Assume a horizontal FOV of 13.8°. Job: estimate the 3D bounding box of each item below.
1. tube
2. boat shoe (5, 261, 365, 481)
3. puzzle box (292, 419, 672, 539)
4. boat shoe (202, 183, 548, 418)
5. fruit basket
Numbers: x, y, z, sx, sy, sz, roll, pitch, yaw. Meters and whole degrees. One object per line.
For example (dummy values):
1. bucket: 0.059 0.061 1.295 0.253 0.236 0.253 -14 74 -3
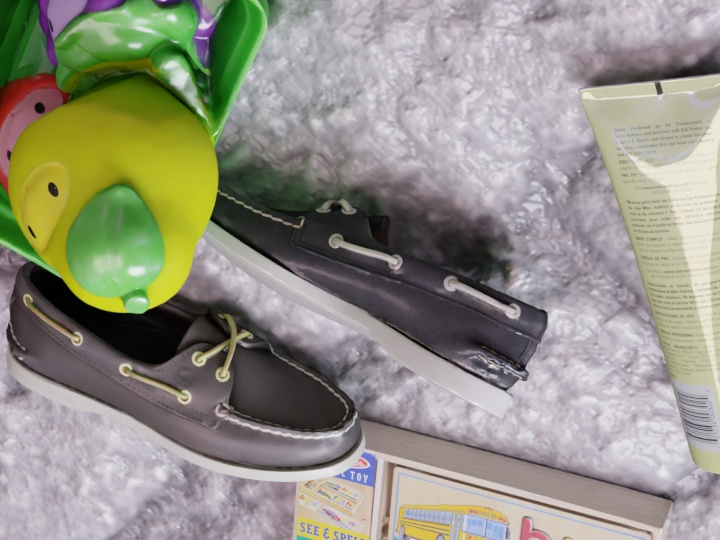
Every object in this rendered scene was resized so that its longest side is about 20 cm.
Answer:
1. tube: 0.163 -0.001 1.420 0.058 0.052 0.201 -23 114 -13
2. boat shoe: -0.091 0.050 1.535 0.200 0.072 0.061 17 131 14
3. puzzle box: 0.060 0.154 1.573 0.199 0.025 0.134 14 125 13
4. boat shoe: 0.000 0.000 1.473 0.199 0.074 0.061 30 88 21
5. fruit basket: -0.126 -0.068 1.392 0.155 0.216 0.216 28 128 2
